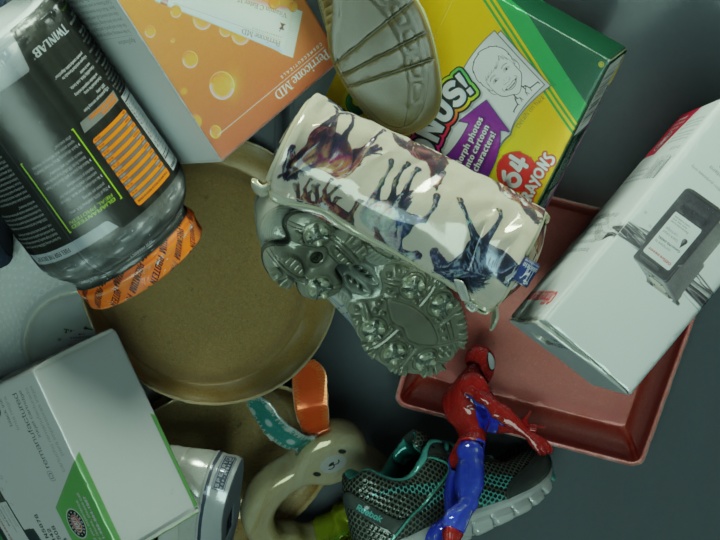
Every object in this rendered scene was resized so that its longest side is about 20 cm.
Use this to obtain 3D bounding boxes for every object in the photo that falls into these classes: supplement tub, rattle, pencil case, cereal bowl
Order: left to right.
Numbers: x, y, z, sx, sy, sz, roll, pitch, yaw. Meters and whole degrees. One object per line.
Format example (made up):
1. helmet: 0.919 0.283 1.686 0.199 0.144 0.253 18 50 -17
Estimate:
1. supplement tub: -0.201 -0.080 1.548 0.122 0.123 0.200 -28 109 15
2. cereal bowl: -0.200 0.039 1.713 0.199 0.083 0.201 1 114 2
3. rattle: -0.025 0.184 1.708 0.130 0.143 0.200 2 140 -3
4. pencil case: 0.028 -0.043 1.547 0.199 0.090 0.078 27 153 -4

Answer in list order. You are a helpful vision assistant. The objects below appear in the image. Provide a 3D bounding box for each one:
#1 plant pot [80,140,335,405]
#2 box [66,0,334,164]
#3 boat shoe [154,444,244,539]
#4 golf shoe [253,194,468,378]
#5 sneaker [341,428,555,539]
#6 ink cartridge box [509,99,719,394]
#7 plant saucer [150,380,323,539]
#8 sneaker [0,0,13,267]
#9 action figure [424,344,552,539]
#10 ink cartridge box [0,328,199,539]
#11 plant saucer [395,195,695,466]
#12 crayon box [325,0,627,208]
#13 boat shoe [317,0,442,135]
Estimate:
1. plant pot: -0.113 0.000 1.666 0.199 0.027 0.201 3 80 -21
2. box: -0.127 -0.189 1.565 0.124 0.097 0.200 -42 112 -24
3. boat shoe: -0.133 0.193 1.716 0.070 0.071 0.200 18 147 5
4. golf shoe: 0.000 0.000 1.654 0.078 0.097 0.200 -44 126 8
5. sneaker: 0.066 0.157 1.714 0.077 0.200 0.092 -14 96 51
6. ink cartridge box: 0.205 -0.014 1.587 0.083 0.145 0.200 40 87 -3
7. plant saucer: -0.118 0.147 1.748 0.199 0.036 0.201 -14 136 -14
8. sneaker: -0.228 -0.101 1.638 0.145 0.077 0.203 -4 100 5
9. action figure: 0.101 0.150 1.666 0.099 0.201 0.065 14 151 -15
10. ink cartridge box: -0.228 0.142 1.647 0.200 0.084 0.147 -23 93 48
11. plant saucer: 0.146 0.033 1.715 0.199 0.037 0.200 15 115 -3
12. crayon box: 0.066 -0.109 1.613 0.172 0.058 0.201 30 113 10
13. boat shoe: 0.001 -0.190 1.563 0.073 0.063 0.201 -27 98 15
